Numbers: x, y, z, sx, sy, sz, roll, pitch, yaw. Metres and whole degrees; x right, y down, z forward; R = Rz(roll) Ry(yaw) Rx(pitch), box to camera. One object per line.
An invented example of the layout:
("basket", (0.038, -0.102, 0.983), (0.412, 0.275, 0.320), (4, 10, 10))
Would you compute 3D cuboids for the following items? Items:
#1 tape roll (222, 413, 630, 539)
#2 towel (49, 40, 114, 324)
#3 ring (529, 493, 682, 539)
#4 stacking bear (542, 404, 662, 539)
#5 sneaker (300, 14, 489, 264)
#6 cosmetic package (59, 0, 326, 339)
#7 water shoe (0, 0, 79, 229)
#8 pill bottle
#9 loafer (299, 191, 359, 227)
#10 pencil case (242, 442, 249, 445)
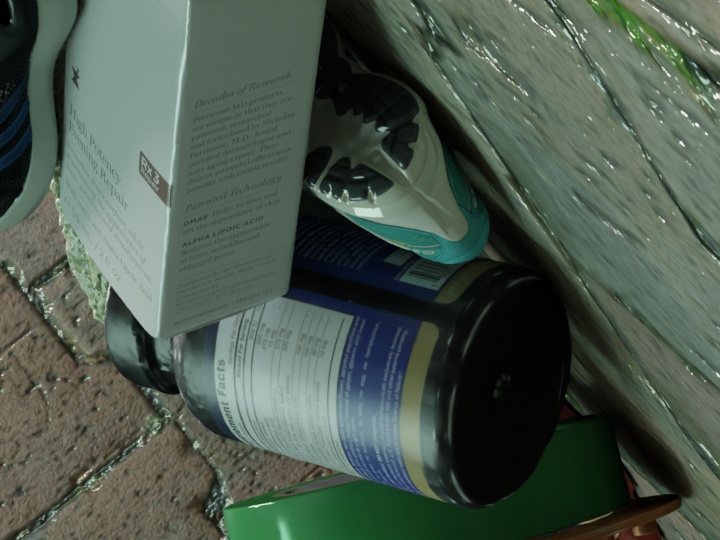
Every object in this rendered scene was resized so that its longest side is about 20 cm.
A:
("tape roll", (0.033, 0.117, 1.467), (0.200, 0.200, 0.048), (147, 108, -86))
("towel", (-0.104, -0.082, 1.386), (0.036, 0.148, 0.200), (11, 132, 28))
("ring", (0.063, 0.143, 1.449), (0.200, 0.200, 0.019), (150, 105, -86))
("stacking bear", (0.051, 0.161, 1.644), (0.114, 0.200, 0.121), (48, 175, 34))
("sneaker", (-0.008, -0.056, 1.318), (0.080, 0.078, 0.200), (42, -178, -36))
("cosmetic package", (-0.074, -0.078, 1.241), (0.102, 0.074, 0.200), (50, 149, 35))
("water shoe", (-0.176, -0.083, 1.266), (0.072, 0.079, 0.200), (56, 152, 26))
("pill bottle", (-0.014, 0.033, 1.345), (0.200, 0.112, 0.112), (14, 155, 31))
("loafer", (0.000, 0.000, 1.442), (0.063, 0.072, 0.200), (11, -112, -73))
("pencil case", (-0.018, 0.058, 1.625), (0.200, 0.086, 0.083), (-2, 90, 61))
